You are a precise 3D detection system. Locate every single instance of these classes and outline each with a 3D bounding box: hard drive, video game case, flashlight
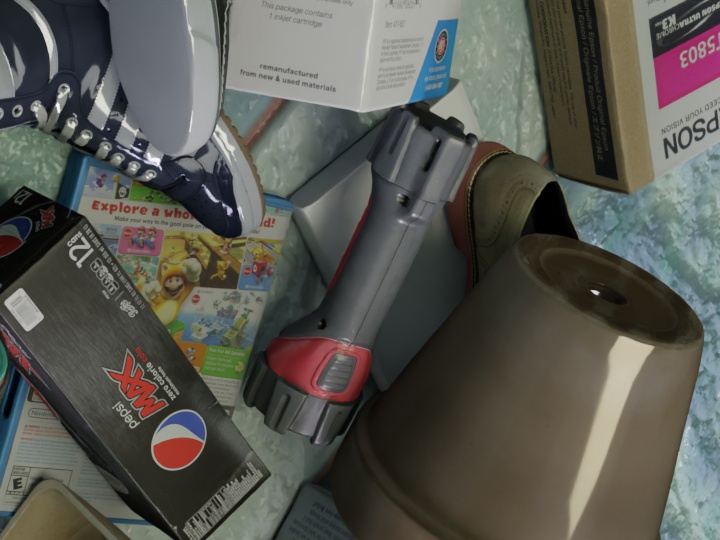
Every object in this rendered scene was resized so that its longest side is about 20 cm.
[{"bbox_3d":[0.044,-0.002,1.015,0.132,0.027,0.200,-40,127,-21],"label":"hard drive"},{"bbox_3d":[-0.123,0.043,0.904,0.143,0.018,0.201,12,98,-40],"label":"video game case"},{"bbox_3d":[0.000,0.000,0.926,0.200,0.068,0.068,-66,163,16],"label":"flashlight"}]

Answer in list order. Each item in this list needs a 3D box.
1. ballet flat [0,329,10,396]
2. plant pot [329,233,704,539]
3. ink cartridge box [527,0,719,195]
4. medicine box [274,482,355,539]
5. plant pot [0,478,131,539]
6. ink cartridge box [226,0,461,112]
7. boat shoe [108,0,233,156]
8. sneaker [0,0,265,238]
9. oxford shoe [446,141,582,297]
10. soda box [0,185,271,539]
[{"bbox_3d":[-0.230,-0.015,0.748,0.068,0.068,0.200,-24,85,-33],"label":"ballet flat"},{"bbox_3d":[0.106,0.082,0.924,0.200,0.200,0.174,5,119,-40],"label":"plant pot"},{"bbox_3d":[0.208,-0.166,1.059,0.200,0.075,0.165,-30,121,-28],"label":"ink cartridge box"},{"bbox_3d":[0.006,0.266,1.028,0.182,0.103,0.200,32,83,-41],"label":"medicine box"},{"bbox_3d":[-0.122,0.267,0.870,0.200,0.200,0.177,-53,141,-5],"label":"plant pot"},{"bbox_3d":[0.003,-0.191,0.843,0.146,0.084,0.201,-22,122,-68],"label":"ink cartridge box"},{"bbox_3d":[-0.080,-0.154,0.752,0.056,0.069,0.201,-18,112,-37],"label":"boat shoe"},{"bbox_3d":[-0.136,-0.074,0.810,0.108,0.070,0.200,-44,116,-23],"label":"sneaker"},{"bbox_3d":[0.107,0.020,1.007,0.070,0.075,0.200,-35,125,-24],"label":"oxford shoe"},{"bbox_3d":[-0.130,0.054,0.842,0.063,0.071,0.200,-45,128,-19],"label":"soda box"}]
